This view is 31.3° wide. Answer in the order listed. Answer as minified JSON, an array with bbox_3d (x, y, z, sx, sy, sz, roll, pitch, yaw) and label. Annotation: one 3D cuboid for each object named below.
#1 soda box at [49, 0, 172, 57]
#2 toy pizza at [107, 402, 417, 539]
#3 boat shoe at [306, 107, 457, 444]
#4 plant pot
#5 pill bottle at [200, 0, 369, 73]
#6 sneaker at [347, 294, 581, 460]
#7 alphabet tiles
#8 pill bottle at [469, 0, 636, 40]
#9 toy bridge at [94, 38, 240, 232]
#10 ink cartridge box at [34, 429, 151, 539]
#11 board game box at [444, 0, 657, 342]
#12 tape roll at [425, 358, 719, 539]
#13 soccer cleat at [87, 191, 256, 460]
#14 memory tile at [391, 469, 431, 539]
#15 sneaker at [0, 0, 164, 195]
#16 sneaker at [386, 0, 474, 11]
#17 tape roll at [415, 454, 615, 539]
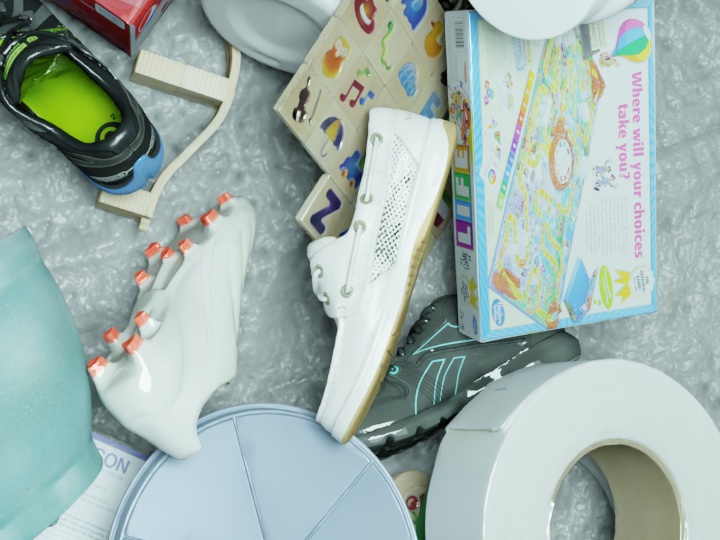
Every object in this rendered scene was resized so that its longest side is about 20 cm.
[{"bbox_3d":[-0.202,-0.220,0.779,0.199,0.063,0.071,34,78,-3],"label":"soda box"},{"bbox_3d":[-0.055,0.180,0.748,0.197,0.032,0.204,7,73,-24],"label":"toy pizza"},{"bbox_3d":[0.000,0.000,0.771,0.068,0.071,0.203,17,82,3],"label":"boat shoe"},{"bbox_3d":[-0.223,0.089,0.692,0.200,0.200,0.135,-38,99,-16],"label":"plant pot"},{"bbox_3d":[-0.019,-0.236,0.819,0.110,0.111,0.203,24,70,-13],"label":"pill bottle"},{"bbox_3d":[0.049,0.066,0.851,0.198,0.075,0.080,-22,78,-23],"label":"sneaker"},{"bbox_3d":[0.018,-0.084,0.811,0.168,0.007,0.200,-58,142,-13],"label":"alphabet tiles"},{"bbox_3d":[0.143,-0.214,0.755,0.200,0.114,0.115,-39,98,-42],"label":"pill bottle"},{"bbox_3d":[-0.115,-0.122,0.830,0.066,0.027,0.203,16,80,-16],"label":"toy bridge"},{"bbox_3d":[-0.133,0.224,0.788,0.198,0.041,0.202,26,74,-14],"label":"ink cartridge box"},{"bbox_3d":[0.123,-0.065,0.813,0.132,0.034,0.204,-7,102,-21],"label":"board game box"},{"bbox_3d":[0.139,0.156,0.792,0.200,0.071,0.206,3,83,-27],"label":"tape roll"},{"bbox_3d":[-0.100,0.028,0.767,0.078,0.069,0.201,52,31,-22],"label":"soccer cleat"},{"bbox_3d":[0.015,0.206,0.822,0.197,0.017,0.156,3,83,-32],"label":"memory tile"},{"bbox_3d":[-0.197,-0.128,0.767,0.199,0.083,0.071,41,78,9],"label":"sneaker"},{"bbox_3d":[0.065,-0.202,0.865,0.070,0.075,0.202,34,78,-11],"label":"sneaker"},{"bbox_3d":[0.131,0.189,0.851,0.198,0.048,0.204,4,82,-28],"label":"tape roll"}]
